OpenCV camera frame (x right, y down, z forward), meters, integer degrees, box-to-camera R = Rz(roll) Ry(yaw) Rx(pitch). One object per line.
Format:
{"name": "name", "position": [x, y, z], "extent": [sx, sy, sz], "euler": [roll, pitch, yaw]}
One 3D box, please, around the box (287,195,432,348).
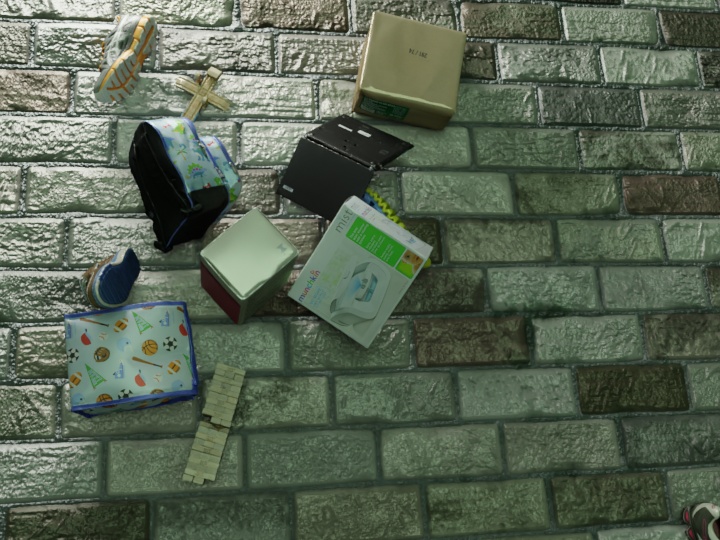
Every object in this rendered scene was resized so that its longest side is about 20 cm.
{"name": "box", "position": [0.000, 0.000, 1.448], "extent": [0.176, 0.097, 0.200], "euler": [34, 108, 0]}

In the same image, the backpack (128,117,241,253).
{"name": "backpack", "position": [-0.317, -0.167, 1.449], "extent": [0.147, 0.183, 0.200], "euler": [-21, 76, -39]}

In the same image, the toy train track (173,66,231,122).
{"name": "toy train track", "position": [-0.323, -0.312, 1.563], "extent": [0.114, 0.033, 0.200], "euler": [26, 72, -1]}

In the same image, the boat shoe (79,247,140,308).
{"name": "boat shoe", "position": [-0.430, 0.023, 1.377], "extent": [0.072, 0.200, 0.072], "euler": [-20, 105, 6]}

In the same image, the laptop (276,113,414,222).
{"name": "laptop", "position": [-0.029, -0.195, 1.555], "extent": [0.177, 0.104, 0.200], "euler": [29, 43, 25]}

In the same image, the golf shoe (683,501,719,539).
{"name": "golf shoe", "position": [0.650, 0.516, 1.461], "extent": [0.077, 0.088, 0.201], "euler": [-19, 79, -16]}

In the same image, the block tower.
{"name": "block tower", "position": [-0.248, 0.264, 1.394], "extent": [0.054, 0.058, 0.201], "euler": [16, 73, -5]}

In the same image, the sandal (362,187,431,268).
{"name": "sandal", "position": [0.044, -0.069, 1.536], "extent": [0.087, 0.079, 0.200], "euler": [-36, 73, 9]}

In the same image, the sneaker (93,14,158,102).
{"name": "sneaker", "position": [-0.460, -0.405, 1.552], "extent": [0.077, 0.078, 0.201], "euler": [18, 67, 10]}

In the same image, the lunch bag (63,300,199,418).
{"name": "lunch bag", "position": [-0.379, 0.148, 1.370], "extent": [0.199, 0.124, 0.171], "euler": [-11, 76, -4]}

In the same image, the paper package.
{"name": "paper package", "position": [0.098, -0.395, 1.627], "extent": [0.199, 0.103, 0.191], "euler": [12, 72, -7]}

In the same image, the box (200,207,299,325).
{"name": "box", "position": [-0.196, -0.003, 1.405], "extent": [0.128, 0.200, 0.109], "euler": [-42, 85, -19]}
